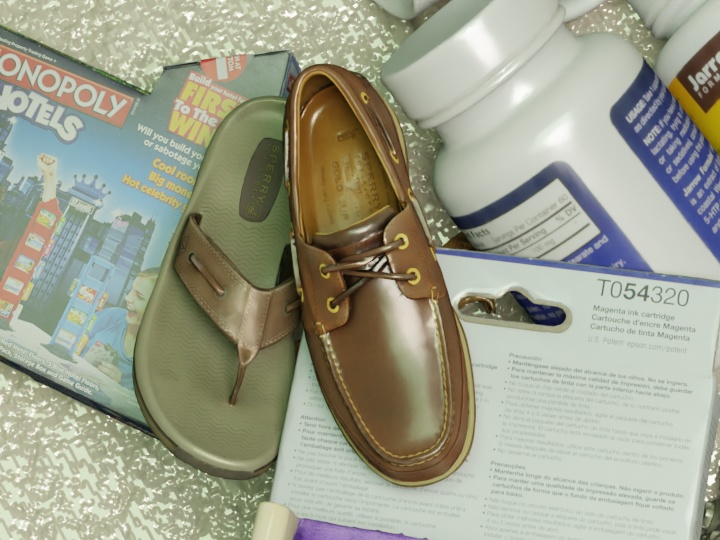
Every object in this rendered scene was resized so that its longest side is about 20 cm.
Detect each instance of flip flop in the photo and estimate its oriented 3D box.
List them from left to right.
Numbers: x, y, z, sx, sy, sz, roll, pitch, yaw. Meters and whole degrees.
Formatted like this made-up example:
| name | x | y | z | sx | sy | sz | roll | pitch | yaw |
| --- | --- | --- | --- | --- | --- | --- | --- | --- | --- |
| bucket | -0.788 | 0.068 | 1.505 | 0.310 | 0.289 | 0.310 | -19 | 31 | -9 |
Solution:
| name | x | y | z | sx | sy | sz | roll | pitch | yaw |
| --- | --- | --- | --- | --- | --- | --- | --- | --- | --- |
| flip flop | -0.053 | 0.001 | 1.393 | 0.081 | 0.058 | 0.201 | 18 | 64 | -8 |

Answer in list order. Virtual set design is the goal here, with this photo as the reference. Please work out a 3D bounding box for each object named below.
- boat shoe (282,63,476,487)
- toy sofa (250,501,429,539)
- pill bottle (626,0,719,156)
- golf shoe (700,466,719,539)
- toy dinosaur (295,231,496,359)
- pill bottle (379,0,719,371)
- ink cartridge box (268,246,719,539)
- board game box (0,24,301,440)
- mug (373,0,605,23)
| name | x | y | z | sx | sy | sz | roll | pitch | yaw |
| --- | --- | --- | --- | --- | --- | --- | --- | --- | --- |
| boat shoe | 0.000 | 0.000 | 1.338 | 0.072 | 0.068 | 0.201 | -16 | 70 | 7 |
| toy sofa | 0.044 | 0.156 | 1.263 | 0.199 | 0.098 | 0.083 | 9 | 75 | 15 |
| pill bottle | 0.219 | -0.084 | 1.442 | 0.109 | 0.109 | 0.200 | -38 | 80 | -3 |
| golf shoe | 0.236 | 0.082 | 1.402 | 0.097 | 0.078 | 0.201 | 22 | 125 | -4 |
| toy dinosaur | 0.002 | 0.037 | 1.461 | 0.199 | 0.060 | 0.107 | -25 | 77 | -25 |
| pill bottle | 0.105 | -0.043 | 1.409 | 0.120 | 0.120 | 0.200 | -39 | 101 | -3 |
| ink cartridge box | 0.060 | 0.094 | 1.353 | 0.195 | 0.043 | 0.201 | 7 | 72 | 14 |
| board game box | -0.120 | -0.037 | 1.483 | 0.199 | 0.062 | 0.201 | 26 | 82 | 8 |
| mug | 0.064 | -0.213 | 1.468 | 0.175 | 0.148 | 0.200 | -37 | 104 | -9 |
